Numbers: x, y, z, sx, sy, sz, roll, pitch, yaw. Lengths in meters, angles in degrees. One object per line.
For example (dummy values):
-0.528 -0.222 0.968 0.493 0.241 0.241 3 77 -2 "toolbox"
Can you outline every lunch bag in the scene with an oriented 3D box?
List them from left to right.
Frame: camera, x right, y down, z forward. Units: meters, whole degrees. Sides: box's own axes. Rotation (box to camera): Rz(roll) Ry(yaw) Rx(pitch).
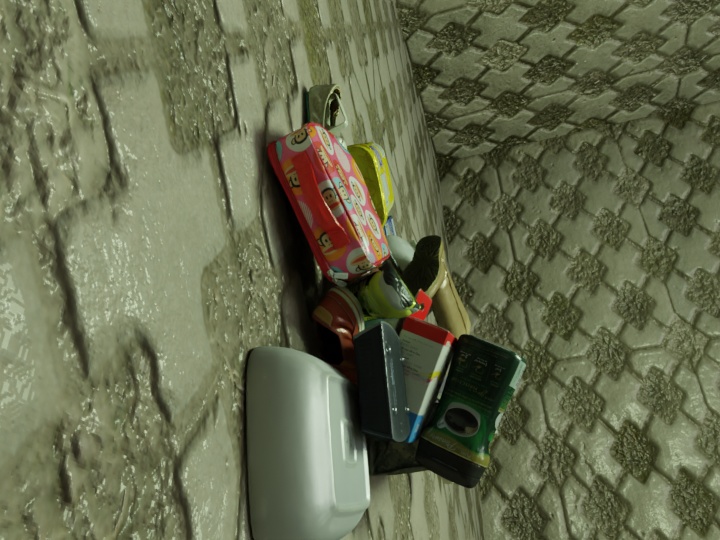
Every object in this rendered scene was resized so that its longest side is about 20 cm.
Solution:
-0.037 -0.084 0.791 0.202 0.081 0.176 65 12 -2 "lunch bag"
0.121 0.265 1.023 0.164 0.198 0.119 34 47 -72 "lunch bag"

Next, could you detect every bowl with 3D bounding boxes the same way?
-0.044 0.183 0.642 0.200 0.074 0.202 49 34 -65 "bowl"
0.091 0.005 1.192 0.202 0.090 0.201 56 7 -10 "bowl"

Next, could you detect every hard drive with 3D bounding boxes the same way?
0.028 0.136 0.747 0.200 0.042 0.137 52 32 -75 "hard drive"

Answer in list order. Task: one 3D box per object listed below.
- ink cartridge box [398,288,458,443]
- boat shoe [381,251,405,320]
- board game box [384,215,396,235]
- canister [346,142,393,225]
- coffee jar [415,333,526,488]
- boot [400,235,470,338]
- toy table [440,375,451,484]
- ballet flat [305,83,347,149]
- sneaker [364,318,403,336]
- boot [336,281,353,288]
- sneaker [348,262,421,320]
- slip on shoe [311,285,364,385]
0.086 0.138 0.900 0.202 0.067 0.116 -69 162 -5 "ink cartridge box"
0.051 0.031 1.065 0.202 0.073 0.060 65 -17 -2 "boat shoe"
0.067 -0.013 1.377 0.135 0.034 0.202 -48 127 -75 "board game box"
0.006 -0.150 1.103 0.200 0.086 0.150 -59 137 -74 "canister"
0.156 0.201 0.894 0.202 0.103 0.085 -66 158 -8 "coffee jar"
0.139 0.064 1.086 0.176 0.065 0.201 -60 137 -46 "boot"
0.161 0.323 1.265 0.117 0.182 0.201 52 45 -31 "toy table"
-0.050 -0.206 0.950 0.068 0.062 0.202 53 30 -63 "ballet flat"
0.010 0.146 0.932 0.074 0.081 0.202 -29 133 -62 "sneaker"
0.000 0.000 0.988 0.147 0.069 0.202 62 31 -46 "boot"
0.022 0.039 0.811 0.076 0.076 0.200 56 -6 -1 "sneaker"
-0.025 0.108 0.832 0.061 0.074 0.201 -38 140 -26 "slip on shoe"
